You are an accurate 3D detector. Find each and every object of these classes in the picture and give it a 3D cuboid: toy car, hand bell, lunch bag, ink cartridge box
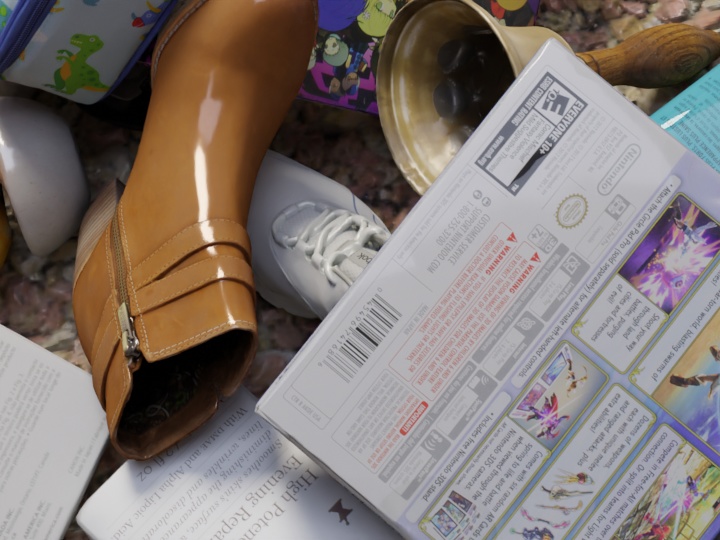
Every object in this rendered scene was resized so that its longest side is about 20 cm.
[{"bbox_3d":[-0.241,-0.082,0.787,0.173,0.150,0.201,-19,65,-5],"label":"toy car"},{"bbox_3d":[0.116,-0.098,0.795,0.199,0.104,0.105,-16,61,-36],"label":"hand bell"},{"bbox_3d":[-0.137,-0.199,0.762,0.082,0.161,0.202,12,50,-34],"label":"lunch bag"},{"bbox_3d":[-0.225,0.082,0.714,0.199,0.057,0.164,30,67,-14],"label":"ink cartridge box"}]

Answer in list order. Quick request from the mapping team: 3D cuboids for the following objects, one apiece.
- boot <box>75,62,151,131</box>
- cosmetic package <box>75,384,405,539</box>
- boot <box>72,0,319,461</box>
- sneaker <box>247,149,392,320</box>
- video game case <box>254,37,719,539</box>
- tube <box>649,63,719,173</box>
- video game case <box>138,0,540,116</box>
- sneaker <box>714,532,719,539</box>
[{"bbox_3d":[-0.051,-0.133,0.854,0.198,0.070,0.133,-3,67,15],"label":"boot"},{"bbox_3d":[-0.023,0.150,0.707,0.200,0.074,0.102,38,73,21],"label":"cosmetic package"},{"bbox_3d":[-0.070,-0.027,0.707,0.200,0.076,0.156,-49,33,22],"label":"boot"},{"bbox_3d":[0.000,0.000,0.769,0.200,0.087,0.074,41,75,21],"label":"sneaker"},{"bbox_3d":[0.086,0.038,0.665,0.181,0.045,0.200,39,86,3],"label":"video game case"},{"bbox_3d":[0.199,-0.080,0.819,0.200,0.050,0.078,-40,70,-10],"label":"tube"},{"bbox_3d":[0.002,-0.171,0.790,0.198,0.036,0.183,11,95,-22],"label":"video game case"},{"bbox_3d":[0.109,0.133,0.708,0.198,0.077,0.083,6,73,8],"label":"sneaker"}]
